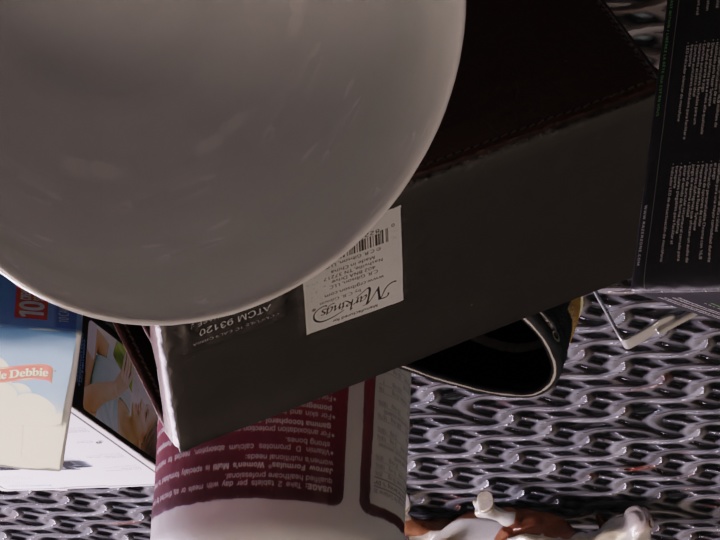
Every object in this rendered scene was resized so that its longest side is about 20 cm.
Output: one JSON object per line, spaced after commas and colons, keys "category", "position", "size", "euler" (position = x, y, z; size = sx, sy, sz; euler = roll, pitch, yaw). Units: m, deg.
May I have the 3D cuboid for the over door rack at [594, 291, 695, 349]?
{"category": "over door rack", "position": [0.185, -0.017, 1.206], "size": [0.199, 0.067, 0.148], "euler": [-17, 157, 9]}

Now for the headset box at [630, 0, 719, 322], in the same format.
{"category": "headset box", "position": [0.195, -0.069, 0.889], "size": [0.092, 0.175, 0.199], "euler": [16, 167, -42]}

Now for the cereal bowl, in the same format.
{"category": "cereal bowl", "position": [-0.069, -0.089, 0.935], "size": [0.199, 0.201, 0.083], "euler": [13, -169, -28]}

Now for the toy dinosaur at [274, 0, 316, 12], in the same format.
{"category": "toy dinosaur", "position": [-0.080, -0.107, 1.060], "size": [0.199, 0.077, 0.102], "euler": [-16, 167, 30]}

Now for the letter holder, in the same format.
{"category": "letter holder", "position": [-0.007, -0.047, 1.075], "size": [0.199, 0.142, 0.101], "euler": [-20, 141, -13]}

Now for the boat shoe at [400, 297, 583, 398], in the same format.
{"category": "boat shoe", "position": [0.000, 0.000, 1.169], "size": [0.199, 0.062, 0.075], "euler": [20, 129, -16]}

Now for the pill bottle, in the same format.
{"category": "pill bottle", "position": [-0.034, 0.081, 1.236], "size": [0.109, 0.201, 0.110], "euler": [3, 161, 1]}

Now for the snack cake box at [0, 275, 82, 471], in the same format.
{"category": "snack cake box", "position": [-0.170, -0.005, 1.158], "size": [0.114, 0.200, 0.068], "euler": [6, 121, -8]}

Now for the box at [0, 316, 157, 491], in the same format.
{"category": "box", "position": [-0.183, 0.067, 1.581], "size": [0.116, 0.060, 0.200], "euler": [-4, 160, 18]}

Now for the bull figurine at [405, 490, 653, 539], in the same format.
{"category": "bull figurine", "position": [0.091, 0.183, 1.885], "size": [0.199, 0.065, 0.121], "euler": [-12, 153, 32]}
